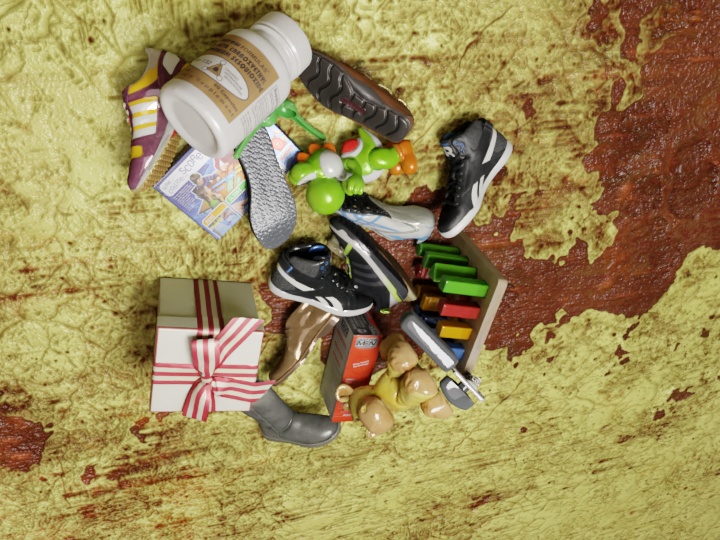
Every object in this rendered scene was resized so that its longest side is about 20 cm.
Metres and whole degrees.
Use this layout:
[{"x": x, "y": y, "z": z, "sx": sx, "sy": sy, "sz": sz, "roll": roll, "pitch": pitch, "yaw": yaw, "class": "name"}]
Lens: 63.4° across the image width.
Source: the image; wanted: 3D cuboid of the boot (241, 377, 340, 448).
[{"x": -0.146, "y": 0.262, "z": 1.097, "sx": 0.182, "sy": 0.073, "sz": 0.200, "roll": -7, "pitch": 135, "yaw": 11, "class": "boot"}]

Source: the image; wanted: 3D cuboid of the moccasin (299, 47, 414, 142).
[{"x": -0.006, "y": -0.274, "z": 0.888, "sx": 0.201, "sy": 0.078, "sz": 0.074, "roll": 24, "pitch": 126, "yaw": -8, "class": "moccasin"}]

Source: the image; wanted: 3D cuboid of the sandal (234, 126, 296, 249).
[{"x": -0.148, "y": -0.132, "z": 0.903, "sx": 0.076, "sy": 0.043, "sz": 0.200, "roll": -16, "pitch": 112, "yaw": -18, "class": "sandal"}]

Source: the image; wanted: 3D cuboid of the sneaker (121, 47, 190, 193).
[{"x": -0.301, "y": -0.211, "z": 0.826, "sx": 0.090, "sy": 0.075, "sz": 0.200, "roll": 25, "pitch": 93, "yaw": -8, "class": "sneaker"}]

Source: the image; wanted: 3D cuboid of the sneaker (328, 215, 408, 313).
[{"x": 0.000, "y": 0.000, "z": 0.973, "sx": 0.083, "sy": 0.072, "sz": 0.200, "roll": -37, "pitch": 113, "yaw": 11, "class": "sneaker"}]

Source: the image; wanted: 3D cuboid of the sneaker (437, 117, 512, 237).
[{"x": 0.162, "y": -0.165, "z": 0.986, "sx": 0.112, "sy": 0.073, "sz": 0.200, "roll": 35, "pitch": 84, "yaw": -26, "class": "sneaker"}]

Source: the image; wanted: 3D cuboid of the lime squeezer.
[{"x": -0.125, "y": -0.215, "z": 0.860, "sx": 0.200, "sy": 0.038, "sz": 0.071, "roll": -29, "pitch": 126, "yaw": -51, "class": "lime squeezer"}]

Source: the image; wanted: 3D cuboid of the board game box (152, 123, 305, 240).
[{"x": -0.204, "y": -0.161, "z": 0.908, "sx": 0.200, "sy": 0.034, "sz": 0.135, "roll": -42, "pitch": 122, "yaw": 7, "class": "board game box"}]

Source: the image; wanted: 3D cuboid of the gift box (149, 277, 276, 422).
[{"x": -0.243, "y": 0.121, "z": 0.964, "sx": 0.200, "sy": 0.187, "sz": 0.185, "roll": 0, "pitch": 118, "yaw": -17, "class": "gift box"}]

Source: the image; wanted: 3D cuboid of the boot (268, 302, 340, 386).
[{"x": -0.120, "y": 0.125, "z": 1.085, "sx": 0.075, "sy": 0.074, "sz": 0.200, "roll": 36, "pitch": 97, "yaw": -14, "class": "boot"}]

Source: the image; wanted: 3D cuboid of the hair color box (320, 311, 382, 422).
[{"x": -0.021, "y": 0.181, "z": 1.119, "sx": 0.061, "sy": 0.102, "sz": 0.200, "roll": 3, "pitch": 118, "yaw": -21, "class": "hair color box"}]

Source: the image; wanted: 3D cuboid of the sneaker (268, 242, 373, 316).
[{"x": -0.050, "y": 0.013, "z": 1.017, "sx": 0.200, "sy": 0.073, "sz": 0.112, "roll": 12, "pitch": 132, "yaw": -22, "class": "sneaker"}]

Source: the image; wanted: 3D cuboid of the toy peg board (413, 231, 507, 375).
[{"x": 0.148, "y": 0.052, "z": 1.045, "sx": 0.098, "sy": 0.200, "sz": 0.199, "roll": 8, "pitch": 116, "yaw": -17, "class": "toy peg board"}]

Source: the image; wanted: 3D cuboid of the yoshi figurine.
[{"x": -0.012, "y": -0.145, "z": 0.928, "sx": 0.200, "sy": 0.112, "sz": 0.112, "roll": -15, "pitch": 143, "yaw": -17, "class": "yoshi figurine"}]

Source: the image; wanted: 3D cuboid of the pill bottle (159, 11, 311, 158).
[{"x": -0.160, "y": -0.255, "z": 0.786, "sx": 0.200, "sy": 0.114, "sz": 0.114, "roll": -51, "pitch": 126, "yaw": -24, "class": "pill bottle"}]

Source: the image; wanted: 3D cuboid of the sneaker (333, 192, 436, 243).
[{"x": 0.034, "y": -0.086, "z": 1.009, "sx": 0.200, "sy": 0.072, "sz": 0.073, "roll": 11, "pitch": 127, "yaw": -18, "class": "sneaker"}]

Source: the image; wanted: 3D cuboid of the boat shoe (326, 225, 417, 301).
[{"x": 0.025, "y": -0.007, "z": 1.053, "sx": 0.063, "sy": 0.073, "sz": 0.200, "roll": -40, "pitch": 112, "yaw": 14, "class": "boat shoe"}]

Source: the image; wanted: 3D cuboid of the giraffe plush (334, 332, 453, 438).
[{"x": 0.047, "y": 0.222, "z": 1.038, "sx": 0.162, "sy": 0.200, "sz": 0.173, "roll": -34, "pitch": 81, "yaw": -2, "class": "giraffe plush"}]

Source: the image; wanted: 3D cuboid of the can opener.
[{"x": 0.132, "y": 0.152, "z": 0.967, "sx": 0.066, "sy": 0.053, "sz": 0.200, "roll": -40, "pitch": 97, "yaw": 5, "class": "can opener"}]
